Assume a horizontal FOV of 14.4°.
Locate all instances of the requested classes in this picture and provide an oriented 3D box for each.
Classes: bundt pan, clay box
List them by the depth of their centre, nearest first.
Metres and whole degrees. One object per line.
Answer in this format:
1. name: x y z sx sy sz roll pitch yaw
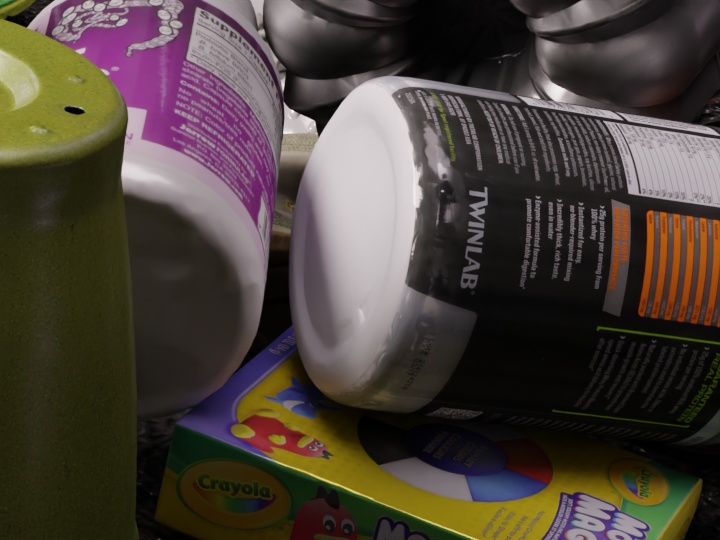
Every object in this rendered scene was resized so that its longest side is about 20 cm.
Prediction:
1. clay box: 0.039 0.089 1.043 0.199 0.048 0.115 19 23 15
2. bundt pan: 0.050 -0.099 1.135 0.201 0.202 0.076 17 36 9

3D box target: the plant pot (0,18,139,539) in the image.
1. plant pot: -0.152 0.022 0.906 0.200 0.193 0.200 12 23 -5

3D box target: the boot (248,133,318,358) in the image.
1. boot: 0.000 0.000 1.201 0.200 0.072 0.155 22 22 22

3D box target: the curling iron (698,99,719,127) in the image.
1. curling iron: 0.108 -0.089 1.302 0.199 0.026 0.050 15 -14 -9

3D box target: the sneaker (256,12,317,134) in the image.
1. sneaker: -0.048 -0.074 1.330 0.200 0.081 0.076 24 24 21

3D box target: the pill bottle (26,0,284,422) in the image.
1. pill bottle: -0.086 -0.043 1.076 0.112 0.113 0.200 11 33 -5

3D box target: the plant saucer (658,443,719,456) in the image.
1. plant saucer: 0.140 0.031 1.249 0.200 0.035 0.200 11 24 -5

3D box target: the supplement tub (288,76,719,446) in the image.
1. supplement tub: 0.084 0.000 1.062 0.199 0.123 0.123 8 23 -23

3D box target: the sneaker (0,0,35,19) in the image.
1. sneaker: -0.247 -0.168 1.431 0.199 0.084 0.074 4 24 -23

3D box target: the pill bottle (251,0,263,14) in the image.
1. pill bottle: 0.042 -0.110 1.415 0.200 0.114 0.114 26 26 29
